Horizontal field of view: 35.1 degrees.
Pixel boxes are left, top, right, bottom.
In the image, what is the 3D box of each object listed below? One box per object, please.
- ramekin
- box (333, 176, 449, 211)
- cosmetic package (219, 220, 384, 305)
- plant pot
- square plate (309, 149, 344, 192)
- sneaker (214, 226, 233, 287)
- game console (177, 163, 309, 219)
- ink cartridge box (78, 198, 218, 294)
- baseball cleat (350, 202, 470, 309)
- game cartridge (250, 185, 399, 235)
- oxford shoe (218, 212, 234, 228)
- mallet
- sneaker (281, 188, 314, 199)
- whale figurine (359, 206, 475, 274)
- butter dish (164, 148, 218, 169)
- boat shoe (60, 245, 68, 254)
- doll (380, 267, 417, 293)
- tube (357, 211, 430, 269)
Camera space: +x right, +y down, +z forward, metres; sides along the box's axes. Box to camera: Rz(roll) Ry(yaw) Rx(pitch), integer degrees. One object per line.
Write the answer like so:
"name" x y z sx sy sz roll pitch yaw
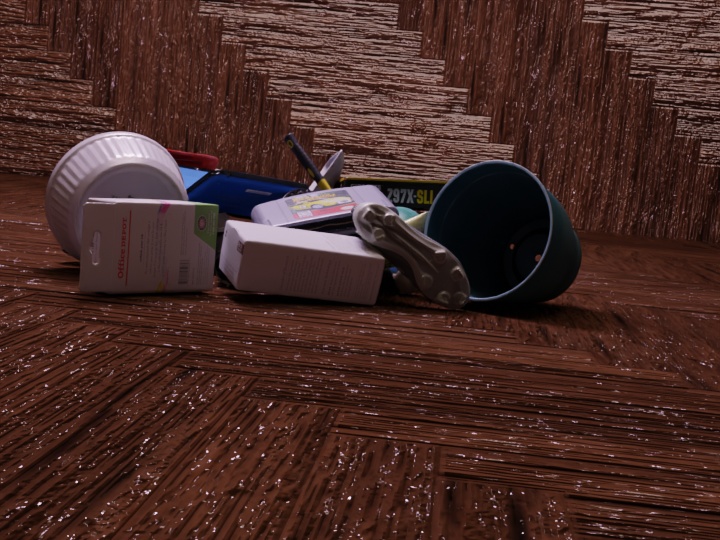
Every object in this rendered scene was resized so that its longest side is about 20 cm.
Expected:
"ramekin" -0.333 -0.086 1.593 0.202 0.203 0.094 2 20 -27
"box" 0.062 -0.123 1.864 0.199 0.050 0.160 2 3 -6
"cosmetic package" -0.079 -0.010 1.513 0.199 0.074 0.102 6 15 -22
"plant pot" 0.223 -0.037 1.648 0.200 0.201 0.188 10 -6 35
"square plate" -0.091 -0.105 1.922 0.028 0.200 0.198 34 -6 -7
"sneaker" -0.190 -0.023 1.635 0.200 0.075 0.106 13 10 43
"game console" -0.212 -0.151 1.832 0.200 0.119 0.171 6 -27 -44
"ink cartridge box" -0.282 -0.032 1.442 0.200 0.118 0.067 0 8 -45
"baseball cleat" 0.070 -0.027 1.566 0.200 0.070 0.106 45 -1 -11
"game cartridge" -0.055 -0.081 1.649 0.199 0.041 0.133 -11 17 -11
"oxford shoe" -0.239 -0.056 1.801 0.199 0.074 0.071 16 -29 27
"mallet" -0.052 -0.137 1.758 0.041 0.200 0.066 -21 -13 -47
"sneaker" -0.121 -0.057 1.763 0.072 0.083 0.200 38 41 8
"whale figurine" 0.096 -0.033 1.771 0.199 0.104 0.159 19 -18 20
"butter dish" -0.341 -0.098 1.929 0.200 0.199 0.148 4 50 -48
"boat shoe" -0.352 -0.049 1.714 0.199 0.073 0.072 4 -4 -34
"doll" 0.000 0.000 1.707 0.199 0.049 0.136 16 10 29
"tube" 0.014 -0.025 1.630 0.199 0.052 0.058 -18 -16 -17
